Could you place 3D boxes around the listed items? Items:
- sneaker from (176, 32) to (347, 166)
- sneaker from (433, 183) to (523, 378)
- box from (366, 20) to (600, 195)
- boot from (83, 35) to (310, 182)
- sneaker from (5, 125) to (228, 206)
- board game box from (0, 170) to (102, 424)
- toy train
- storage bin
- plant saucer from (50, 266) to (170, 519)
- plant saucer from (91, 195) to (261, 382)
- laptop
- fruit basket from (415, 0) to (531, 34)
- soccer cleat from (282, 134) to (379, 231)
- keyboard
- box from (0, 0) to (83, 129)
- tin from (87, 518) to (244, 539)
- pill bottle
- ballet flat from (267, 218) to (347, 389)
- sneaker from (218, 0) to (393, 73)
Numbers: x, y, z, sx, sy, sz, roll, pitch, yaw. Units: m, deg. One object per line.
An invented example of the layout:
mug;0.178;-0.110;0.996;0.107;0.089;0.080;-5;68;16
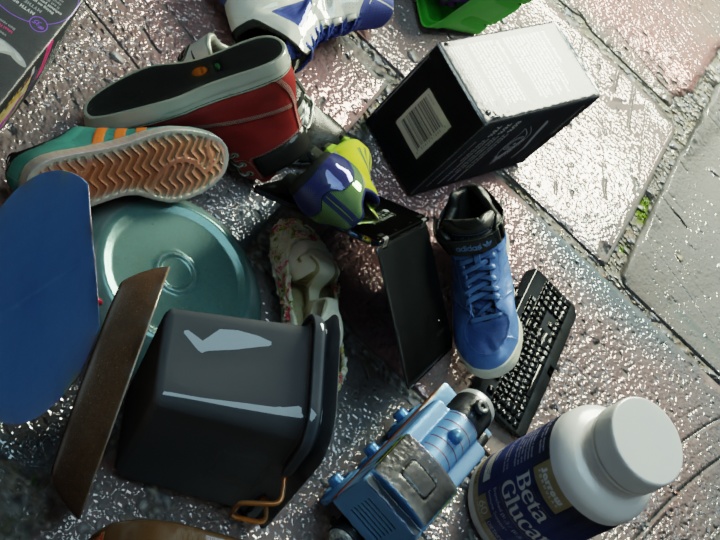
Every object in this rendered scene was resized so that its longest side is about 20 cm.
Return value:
sneaker;-0.088;-0.170;1.239;0.200;0.088;0.074;22;52;-25
sneaker;0.116;0.003;1.253;0.111;0.077;0.200;60;27;-48
box;0.135;-0.178;1.359;0.200;0.148;0.105;-19;75;-42
boot;-0.151;-0.128;1.182;0.199;0.145;0.073;-15;43;-3
sneaker;-0.216;-0.100;1.103;0.200;0.072;0.080;-11;30;-35
board game box;-0.242;0.022;0.978;0.039;0.158;0.201;17;53;-46
toy train;0.050;0.175;1.108;0.087;0.114;0.200;50;48;0
storage bin;-0.113;0.120;0.988;0.134;0.200;0.146;13;56;-15
plant saucer;-0.192;0.086;0.942;0.034;0.200;0.201;20;53;-7
plant saucer;-0.170;0.009;1.109;0.200;0.036;0.201;17;55;-26
laptop;0.000;0.000;1.190;0.200;0.116;0.187;24;14;12
fruit basket;0.093;-0.395;1.472;0.215;0.155;0.216;33;43;-37
soccer cleat;-0.015;-0.072;1.107;0.084;0.065;0.200;45;13;-1
keyboard;0.172;0.072;1.307;0.104;0.040;0.200;39;47;-10
box;-0.342;-0.178;1.052;0.122;0.106;0.200;34;50;-11
tin;-0.117;0.239;0.955;0.200;0.112;0.042;22;53;-24
pill bottle;0.197;0.190;1.144;0.111;0.200;0.111;17;55;-26
ballet flat;-0.041;0.029;1.167;0.075;0.064;0.201;7;60;-31
sneaker;-0.060;-0.255;1.323;0.199;0.081;0.115;0;67;-27
